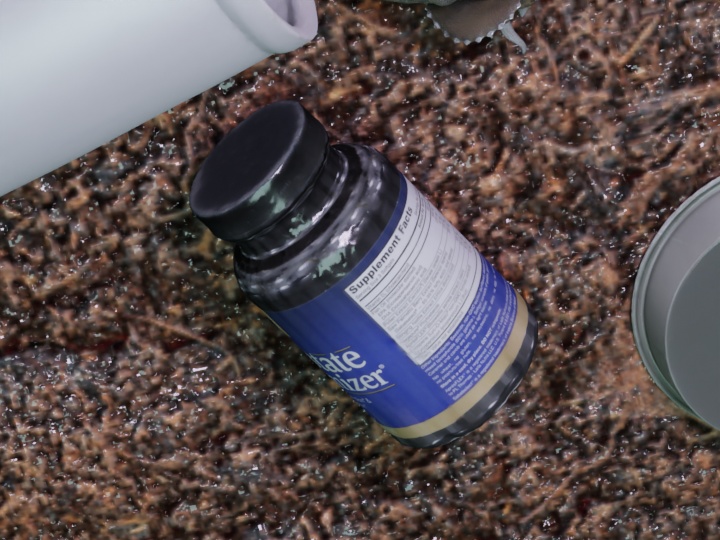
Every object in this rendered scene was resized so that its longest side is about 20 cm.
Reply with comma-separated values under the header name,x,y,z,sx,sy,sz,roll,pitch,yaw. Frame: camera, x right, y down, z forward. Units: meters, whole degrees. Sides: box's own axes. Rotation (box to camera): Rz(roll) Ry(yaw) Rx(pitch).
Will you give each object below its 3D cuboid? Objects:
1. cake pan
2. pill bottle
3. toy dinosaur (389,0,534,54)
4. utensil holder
name,x,y,z,sx,sy,sz,roll,pitch,yaw
cake pan,0.262,0.024,1.761,0.199,0.037,0.201,-3,121,-4
pill bottle,0.000,0.000,1.675,0.112,0.112,0.200,-38,117,16
toy dinosaur,0.022,-0.180,1.589,0.199,0.077,0.103,16,111,-18
utensil holder,-0.149,-0.149,1.540,0.200,0.170,0.170,-27,120,14
